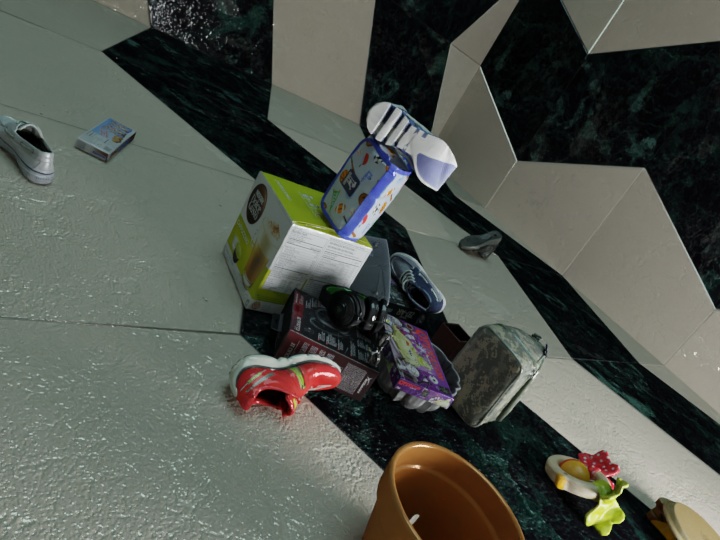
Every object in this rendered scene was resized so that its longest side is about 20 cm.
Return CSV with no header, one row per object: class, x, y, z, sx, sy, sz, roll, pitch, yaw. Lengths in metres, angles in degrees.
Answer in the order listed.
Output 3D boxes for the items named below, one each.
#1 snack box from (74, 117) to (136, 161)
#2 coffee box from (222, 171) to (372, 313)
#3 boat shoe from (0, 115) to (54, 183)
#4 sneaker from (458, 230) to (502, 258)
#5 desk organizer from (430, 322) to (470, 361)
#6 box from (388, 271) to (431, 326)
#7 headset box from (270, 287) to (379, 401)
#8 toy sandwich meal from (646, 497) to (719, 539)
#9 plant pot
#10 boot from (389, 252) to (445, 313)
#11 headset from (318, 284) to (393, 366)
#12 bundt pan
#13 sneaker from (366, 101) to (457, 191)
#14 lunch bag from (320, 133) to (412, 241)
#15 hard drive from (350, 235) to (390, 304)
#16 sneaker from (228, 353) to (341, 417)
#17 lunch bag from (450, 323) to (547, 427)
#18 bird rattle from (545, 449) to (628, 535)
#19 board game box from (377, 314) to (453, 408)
snack box,-0.578,-0.303,1.256,0.071,0.025,0.201,26,23,-17
coffee box,-0.132,-0.045,1.104,0.197,0.200,0.201,14,27,-39
boat shoe,-0.615,-0.242,1.015,0.199,0.067,0.073,42,23,21
sneaker,0.490,-0.094,2.283,0.195,0.116,0.077,-13,47,-24
desk organizer,0.255,0.182,1.339,0.197,0.078,0.072,10,31,-46
box,0.075,0.049,1.412,0.158,0.044,0.201,17,27,-37
headset box,-0.070,0.127,0.995,0.197,0.078,0.150,26,22,-15
toy sandwich meal,0.695,0.577,1.154,0.202,0.071,0.207,30,26,-16
plant pot,0.085,0.339,0.680,0.197,0.141,0.201,29,22,-13
boot,0.130,0.025,1.375,0.200,0.073,0.090,46,18,25
headset,-0.005,0.089,1.002,0.121,0.096,0.199,14,12,-33
bundt pan,0.097,0.198,1.082,0.199,0.077,0.203,28,22,-12
sneaker,0.090,-0.249,1.010,0.198,0.081,0.116,37,22,-22
lunch bag,0.011,-0.161,1.047,0.123,0.171,0.201,34,21,-14
hard drive,0.000,0.000,1.226,0.131,0.043,0.203,9,46,-9
sneaker,-0.110,0.184,0.849,0.197,0.077,0.086,5,45,-39
lunch bag,0.289,0.214,1.153,0.166,0.202,0.140,3,35,-49
bird rattle,0.459,0.416,1.115,0.159,0.115,0.200,17,18,5
board game box,0.095,0.161,1.021,0.118,0.033,0.201,29,21,-24
